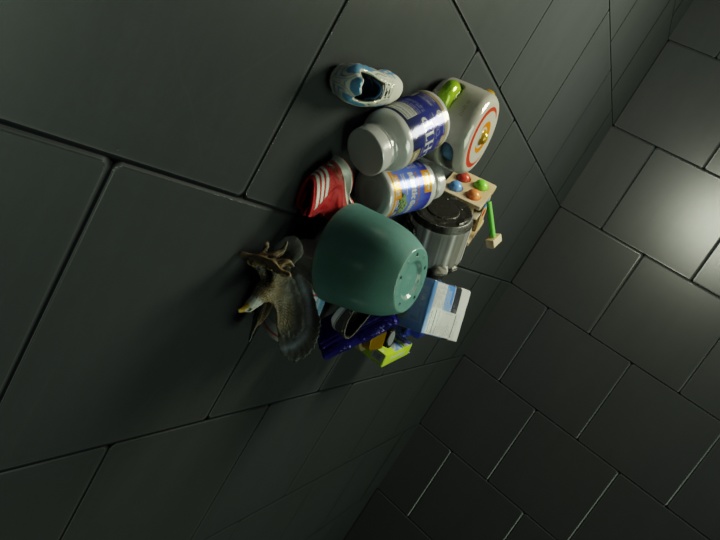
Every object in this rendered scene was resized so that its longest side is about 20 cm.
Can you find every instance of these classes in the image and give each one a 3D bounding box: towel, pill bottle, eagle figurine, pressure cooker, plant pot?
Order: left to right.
[{"bbox_3d":[-0.159,0.050,1.008,0.149,0.153,0.202,-14,129,-2],"label":"eagle figurine"},{"bbox_3d":[-0.121,0.043,1.105,0.108,0.108,0.202,-18,137,-54],"label":"pill bottle"},{"bbox_3d":[-0.013,0.120,1.315,0.198,0.148,0.050,-26,120,4],"label":"towel"},{"bbox_3d":[0.030,-0.007,1.035,0.200,0.160,0.203,-39,140,-42],"label":"plant pot"},{"bbox_3d":[0.072,-0.261,1.056,0.199,0.119,0.121,-36,151,-36],"label":"pill bottle"},{"bbox_3d":[0.092,-0.180,1.177,0.198,0.112,0.113,-18,139,-40],"label":"pill bottle"},{"bbox_3d":[0.197,-0.081,1.455,0.176,0.177,0.202,-39,151,-42],"label":"pressure cooker"}]

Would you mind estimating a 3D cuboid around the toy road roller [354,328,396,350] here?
[{"bbox_3d":[0.024,0.127,1.488,0.199,0.122,0.148,0,108,-63],"label":"toy road roller"}]

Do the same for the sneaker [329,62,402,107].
[{"bbox_3d":[0.024,-0.314,0.954,0.199,0.072,0.073,-20,138,-55],"label":"sneaker"}]

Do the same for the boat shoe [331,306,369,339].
[{"bbox_3d":[0.016,0.066,1.190,0.200,0.066,0.070,-46,136,5],"label":"boat shoe"}]

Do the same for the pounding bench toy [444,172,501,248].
[{"bbox_3d":[0.318,-0.168,1.523,0.124,0.198,0.157,-47,158,-40],"label":"pounding bench toy"}]

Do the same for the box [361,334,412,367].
[{"bbox_3d":[0.074,0.227,1.701,0.199,0.121,0.048,-9,129,-59],"label":"box"}]

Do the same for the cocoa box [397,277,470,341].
[{"bbox_3d":[0.148,0.082,1.371,0.130,0.199,0.135,17,89,-36],"label":"cocoa box"}]

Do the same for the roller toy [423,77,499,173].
[{"bbox_3d":[0.221,-0.318,1.218,0.199,0.139,0.184,-26,141,-57],"label":"roller toy"}]

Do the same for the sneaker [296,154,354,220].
[{"bbox_3d":[-0.071,-0.116,1.057,0.115,0.078,0.202,-33,137,-25],"label":"sneaker"}]

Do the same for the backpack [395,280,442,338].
[{"bbox_3d":[0.163,0.092,1.644,0.167,0.162,0.202,-32,149,-35],"label":"backpack"}]
